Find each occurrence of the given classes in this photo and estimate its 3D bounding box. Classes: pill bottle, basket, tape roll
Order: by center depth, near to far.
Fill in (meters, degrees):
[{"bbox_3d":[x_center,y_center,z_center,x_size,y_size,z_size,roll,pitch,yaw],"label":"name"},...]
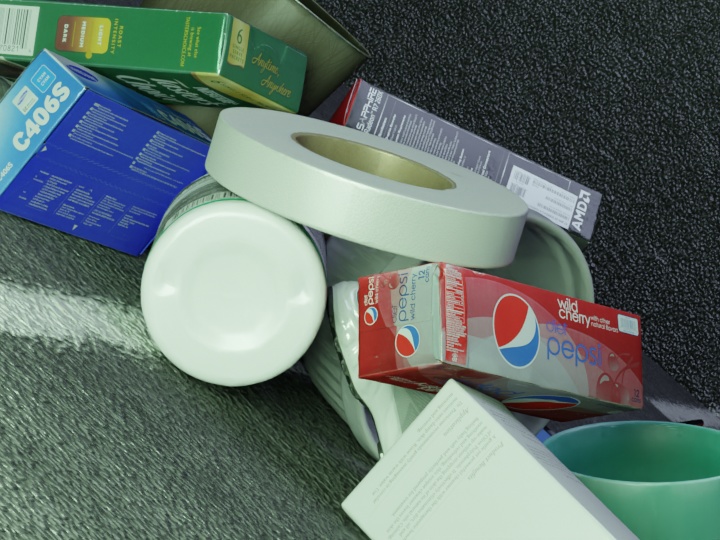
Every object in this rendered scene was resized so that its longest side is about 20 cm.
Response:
[{"bbox_3d":[0.005,-0.052,1.468,0.202,0.037,0.203,17,11,-3],"label":"tape roll"},{"bbox_3d":[-0.076,-0.003,1.505,0.113,0.113,0.200,39,8,-7],"label":"pill bottle"},{"bbox_3d":[-0.114,-0.124,1.673,0.136,0.200,0.180,32,10,-47],"label":"basket"}]

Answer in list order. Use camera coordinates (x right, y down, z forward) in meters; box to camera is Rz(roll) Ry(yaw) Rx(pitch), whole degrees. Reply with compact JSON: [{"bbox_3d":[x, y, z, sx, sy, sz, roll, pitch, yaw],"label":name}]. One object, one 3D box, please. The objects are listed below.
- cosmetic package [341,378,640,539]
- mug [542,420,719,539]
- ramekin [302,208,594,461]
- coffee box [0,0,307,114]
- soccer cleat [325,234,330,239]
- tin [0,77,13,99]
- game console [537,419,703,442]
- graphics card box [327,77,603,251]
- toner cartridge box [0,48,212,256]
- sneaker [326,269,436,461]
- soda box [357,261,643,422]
[{"bbox_3d":[0.098,0.170,1.391,0.200,0.108,0.085,46,8,26],"label":"cosmetic package"},{"bbox_3d":[0.215,0.181,1.671,0.184,0.115,0.152,3,13,14],"label":"mug"},{"bbox_3d":[0.052,0.034,1.633,0.200,0.200,0.105,33,2,-42],"label":"ramekin"},{"bbox_3d":[-0.149,-0.139,1.544,0.199,0.044,0.123,6,-6,23],"label":"coffee box"},{"bbox_3d":[-0.007,-0.033,1.834,0.199,0.085,0.069,11,-27,21],"label":"soccer cleat"},{"bbox_3d":[-0.274,-0.129,1.561,0.200,0.042,0.112,37,4,-22],"label":"tin"},{"bbox_3d":[0.184,0.118,2.050,0.172,0.119,0.200,42,7,13],"label":"game console"},{"bbox_3d":[0.060,-0.049,1.724,0.200,0.126,0.051,24,55,-10],"label":"graphics card box"},{"bbox_3d":[-0.169,-0.071,1.517,0.043,0.095,0.200,42,7,22],"label":"toner cartridge box"},{"bbox_3d":[0.044,0.092,1.509,0.074,0.079,0.201,-99,169,-72],"label":"sneaker"},{"bbox_3d":[0.088,0.046,1.462,0.070,0.064,0.200,-12,-19,41],"label":"soda box"}]
